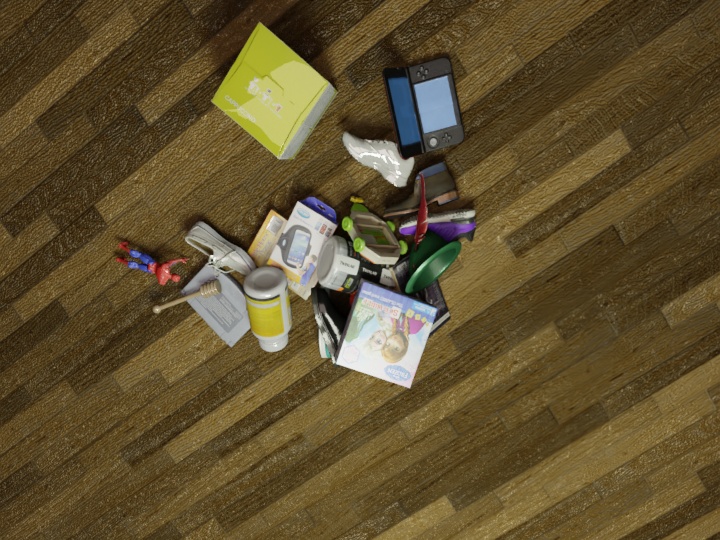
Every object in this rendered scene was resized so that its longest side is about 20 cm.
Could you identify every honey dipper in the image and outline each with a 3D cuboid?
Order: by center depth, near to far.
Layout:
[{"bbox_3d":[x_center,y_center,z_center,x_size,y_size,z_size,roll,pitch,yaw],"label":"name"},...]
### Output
[{"bbox_3d":[-0.453,0.071,1.458,0.193,0.038,0.039,-19,100,9],"label":"honey dipper"}]

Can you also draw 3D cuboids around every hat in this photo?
[{"bbox_3d":[0.134,-0.075,1.351,0.199,0.166,0.177,-41,70,3],"label":"hat"}]

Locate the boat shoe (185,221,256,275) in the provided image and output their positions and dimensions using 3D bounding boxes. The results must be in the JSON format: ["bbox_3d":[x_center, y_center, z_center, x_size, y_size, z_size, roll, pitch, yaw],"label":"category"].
[{"bbox_3d":[-0.360,-0.035,1.427,0.200,0.087,0.075,38,145,-2],"label":"boat shoe"}]

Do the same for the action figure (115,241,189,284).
[{"bbox_3d":[-0.531,-0.017,1.472,0.195,0.098,0.067,24,107,22],"label":"action figure"}]

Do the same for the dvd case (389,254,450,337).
[{"bbox_3d":[0.151,0.060,1.404,0.016,0.147,0.206,-12,103,46],"label":"dvd case"}]

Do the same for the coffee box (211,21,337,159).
[{"bbox_3d":[-0.189,-0.401,1.297,0.198,0.198,0.202,38,101,-4],"label":"coffee box"}]

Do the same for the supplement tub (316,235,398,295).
[{"bbox_3d":[0.000,0.000,1.378,0.194,0.123,0.126,16,103,-25],"label":"supplement tub"}]

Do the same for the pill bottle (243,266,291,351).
[{"bbox_3d":[-0.229,0.102,1.419,0.107,0.114,0.205,2,127,3],"label":"pill bottle"}]

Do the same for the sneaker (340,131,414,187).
[{"bbox_3d":[0.043,-0.286,1.367,0.196,0.075,0.089,28,108,-11],"label":"sneaker"}]

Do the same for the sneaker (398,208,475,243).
[{"bbox_3d":[0.193,-0.090,1.398,0.192,0.070,0.103,-7,103,6],"label":"sneaker"}]

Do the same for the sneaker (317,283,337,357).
[{"bbox_3d":[-0.051,0.129,1.449,0.116,0.084,0.208,-1,109,9],"label":"sneaker"}]

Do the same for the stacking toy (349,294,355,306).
[{"bbox_3d":[0.062,0.104,1.448,0.195,0.085,0.088,24,102,6],"label":"stacking toy"}]

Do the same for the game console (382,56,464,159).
[{"bbox_3d":[0.152,-0.382,1.318,0.166,0.119,0.207,-13,101,7],"label":"game console"}]

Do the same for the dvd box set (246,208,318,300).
[{"bbox_3d":[-0.182,-0.041,1.452,0.197,0.029,0.149,33,101,-4],"label":"dvd box set"}]

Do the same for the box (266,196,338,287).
[{"bbox_3d":[-0.140,-0.076,1.408,0.116,0.042,0.204,28,103,-3],"label":"box"}]

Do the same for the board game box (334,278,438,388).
[{"bbox_3d":[0.060,0.149,1.326,0.194,0.041,0.206,18,96,-11],"label":"board game box"}]

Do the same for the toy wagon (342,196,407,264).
[{"bbox_3d":[0.024,-0.098,1.373,0.040,0.151,0.203,-54,50,33],"label":"toy wagon"}]

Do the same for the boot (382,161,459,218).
[{"bbox_3d":[0.139,-0.195,1.387,0.193,0.075,0.100,-16,90,-2],"label":"boot"}]

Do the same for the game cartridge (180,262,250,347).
[{"bbox_3d":[-0.365,0.085,1.489,0.133,0.041,0.201,-40,96,14],"label":"game cartridge"}]

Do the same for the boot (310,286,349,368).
[{"bbox_3d":[-0.026,0.117,1.373,0.153,0.080,0.218,-21,102,-2],"label":"boot"}]
